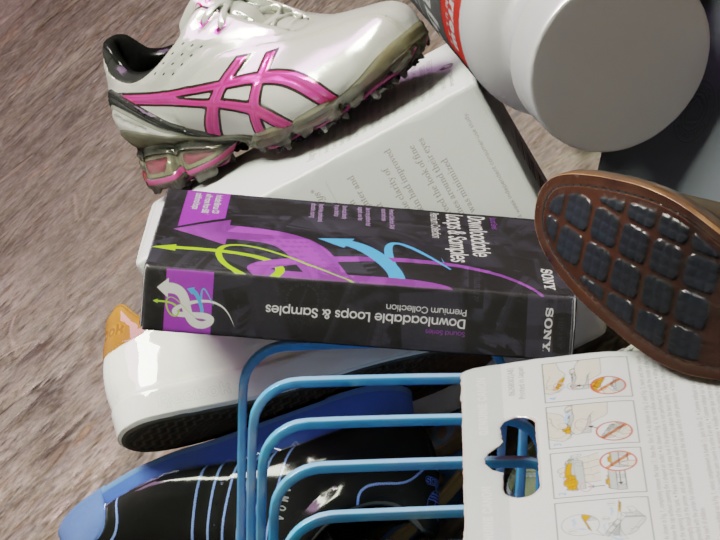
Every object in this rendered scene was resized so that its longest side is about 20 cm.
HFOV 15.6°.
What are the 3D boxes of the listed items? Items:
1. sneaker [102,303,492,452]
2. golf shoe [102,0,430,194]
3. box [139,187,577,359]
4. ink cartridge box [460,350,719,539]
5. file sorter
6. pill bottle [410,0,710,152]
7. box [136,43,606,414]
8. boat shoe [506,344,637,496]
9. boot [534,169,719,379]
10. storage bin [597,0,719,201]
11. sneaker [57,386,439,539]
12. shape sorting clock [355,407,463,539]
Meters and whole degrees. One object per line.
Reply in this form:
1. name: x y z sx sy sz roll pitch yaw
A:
1. sneaker: -0.030 0.028 1.300 0.198 0.085 0.073 -9 -25 -15
2. golf shoe: -0.056 -0.107 1.361 0.199 0.093 0.073 -18 16 35
3. box: 0.000 0.000 1.251 0.198 0.036 0.143 6 16 -2
4. ink cartridge box: 0.142 0.088 1.060 0.198 0.050 0.163 -7 27 5
5. file sorter: 0.018 0.120 1.150 0.138 0.124 0.200 -1 19 -8
6. pill bottle: 0.089 -0.146 1.303 0.116 0.116 0.200 -38 36 3
7. box: 0.006 -0.003 1.381 0.199 0.153 0.106 -27 17 9
8. boat shoe: 0.142 0.058 1.224 0.199 0.062 0.072 -30 22 28
9. boot: 0.173 0.002 1.104 0.199 0.075 0.097 27 30 31
10. storage bin: 0.209 -0.074 1.308 0.200 0.145 0.135 4 75 61
11. sneaker: -0.055 0.125 1.298 0.199 0.070 0.078 -23 67 15
12. shape sorting clock: -0.002 0.111 1.402 0.199 0.039 0.200 -34 21 15
